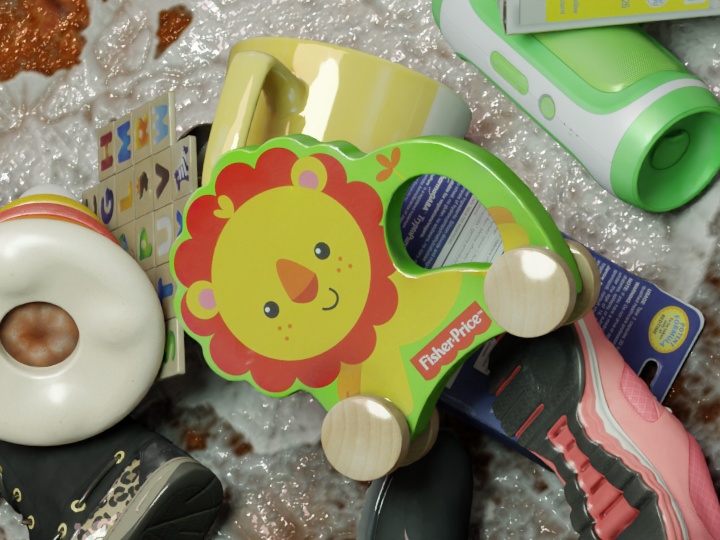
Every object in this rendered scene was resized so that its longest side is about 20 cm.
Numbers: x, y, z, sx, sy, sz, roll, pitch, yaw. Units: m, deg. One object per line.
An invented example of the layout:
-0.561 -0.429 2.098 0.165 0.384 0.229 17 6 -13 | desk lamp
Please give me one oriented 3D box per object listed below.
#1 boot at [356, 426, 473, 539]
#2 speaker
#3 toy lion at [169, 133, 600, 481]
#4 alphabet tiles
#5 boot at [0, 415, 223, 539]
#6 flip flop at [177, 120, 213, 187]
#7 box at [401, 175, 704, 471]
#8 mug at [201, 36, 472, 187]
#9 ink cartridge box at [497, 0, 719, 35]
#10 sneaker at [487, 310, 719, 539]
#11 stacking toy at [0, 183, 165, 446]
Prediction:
0.076 0.177 1.581 0.200 0.065 0.166 10 81 52 | boot
0.128 -0.118 1.736 0.088 0.088 0.200 -45 52 0 | speaker
0.000 0.000 1.594 0.200 0.069 0.192 -42 81 21 | toy lion
-0.133 -0.014 1.773 0.200 0.006 0.167 161 108 -65 | alphabet tiles
-0.189 0.158 1.763 0.200 0.073 0.151 -50 49 3 | boot
-0.091 -0.062 1.839 0.081 0.058 0.200 36 84 37 | flip flop
0.081 0.028 1.671 0.199 0.032 0.121 30 78 1 | box
-0.039 -0.046 1.738 0.149 0.186 0.154 -2 69 57 | mug
0.169 -0.222 1.754 0.199 0.047 0.198 -3 43 -4 | ink cartridge box
0.138 0.090 1.616 0.074 0.087 0.201 -45 56 34 | sneaker
-0.188 -0.001 1.779 0.146 0.146 0.200 -28 25 12 | stacking toy
